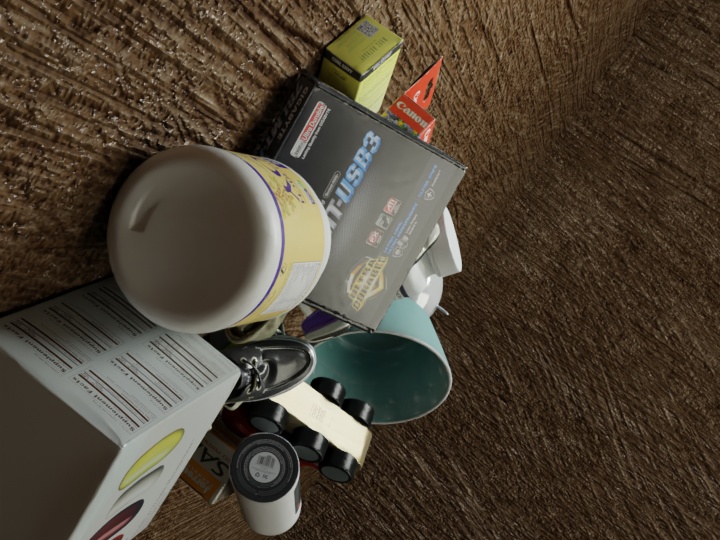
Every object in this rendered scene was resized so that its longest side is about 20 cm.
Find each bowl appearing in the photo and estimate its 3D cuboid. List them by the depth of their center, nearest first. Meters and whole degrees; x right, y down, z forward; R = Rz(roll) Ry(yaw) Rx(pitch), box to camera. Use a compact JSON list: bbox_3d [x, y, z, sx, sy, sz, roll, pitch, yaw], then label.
[{"bbox_3d":[0.021,0.100,1.453,0.202,0.199,0.106,115,-14,-48],"label":"bowl"}]

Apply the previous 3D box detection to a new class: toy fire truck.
[{"bbox_3d":[-0.101,0.183,1.406,0.199,0.176,0.129,-24,-143,46],"label":"toy fire truck"}]

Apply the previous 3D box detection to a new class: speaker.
[{"bbox_3d":[-0.111,0.259,1.338,0.081,0.081,0.200,-50,166,-20],"label":"speaker"}]

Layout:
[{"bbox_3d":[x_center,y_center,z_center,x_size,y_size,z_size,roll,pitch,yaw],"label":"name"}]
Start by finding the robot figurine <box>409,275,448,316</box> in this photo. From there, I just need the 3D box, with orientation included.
[{"bbox_3d":[0.027,0.016,1.535,0.113,0.198,0.172,-31,123,-69],"label":"robot figurine"}]

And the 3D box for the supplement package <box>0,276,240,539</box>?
[{"bbox_3d":[-0.234,0.137,0.911,0.192,0.147,0.200,-57,170,20],"label":"supplement package"}]

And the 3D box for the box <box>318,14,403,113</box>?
[{"bbox_3d":[-0.017,-0.165,1.170,0.075,0.050,0.201,-46,166,-33],"label":"box"}]

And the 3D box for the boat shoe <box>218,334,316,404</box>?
[{"bbox_3d":[-0.140,0.114,1.224,0.066,0.198,0.071,-176,-99,-74],"label":"boat shoe"}]

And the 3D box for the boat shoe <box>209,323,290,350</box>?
[{"bbox_3d":[-0.124,0.084,1.403,0.199,0.073,0.069,42,46,-54],"label":"boat shoe"}]

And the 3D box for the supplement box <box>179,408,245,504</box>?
[{"bbox_3d":[-0.185,0.216,1.435,0.074,0.126,0.200,-54,170,6],"label":"supplement box"}]

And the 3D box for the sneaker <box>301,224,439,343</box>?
[{"bbox_3d":[0.000,0.000,1.271,0.200,0.083,0.081,-47,177,-10],"label":"sneaker"}]

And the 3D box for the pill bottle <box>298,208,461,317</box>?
[{"bbox_3d":[0.017,-0.015,1.365,0.198,0.112,0.111,-14,176,12],"label":"pill bottle"}]

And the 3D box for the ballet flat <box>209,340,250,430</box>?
[{"bbox_3d":[-0.177,0.144,1.281,0.199,0.067,0.067,-38,158,-5],"label":"ballet flat"}]

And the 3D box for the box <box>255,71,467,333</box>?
[{"bbox_3d":[-0.022,-0.062,1.110,0.201,0.197,0.050,-59,-147,8],"label":"box"}]

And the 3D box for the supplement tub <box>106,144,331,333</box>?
[{"bbox_3d":[-0.109,-0.026,0.946,0.146,0.145,0.200,-55,170,10],"label":"supplement tub"}]

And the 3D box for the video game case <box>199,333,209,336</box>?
[{"bbox_3d":[-0.123,-0.013,1.220,0.182,0.036,0.200,-56,169,15],"label":"video game case"}]

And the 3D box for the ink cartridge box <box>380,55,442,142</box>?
[{"bbox_3d":[0.037,-0.131,1.228,0.200,0.050,0.109,-47,169,-19],"label":"ink cartridge box"}]

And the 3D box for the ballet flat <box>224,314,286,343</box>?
[{"bbox_3d":[-0.085,0.006,1.181,0.062,0.067,0.201,-21,148,-53],"label":"ballet flat"}]
